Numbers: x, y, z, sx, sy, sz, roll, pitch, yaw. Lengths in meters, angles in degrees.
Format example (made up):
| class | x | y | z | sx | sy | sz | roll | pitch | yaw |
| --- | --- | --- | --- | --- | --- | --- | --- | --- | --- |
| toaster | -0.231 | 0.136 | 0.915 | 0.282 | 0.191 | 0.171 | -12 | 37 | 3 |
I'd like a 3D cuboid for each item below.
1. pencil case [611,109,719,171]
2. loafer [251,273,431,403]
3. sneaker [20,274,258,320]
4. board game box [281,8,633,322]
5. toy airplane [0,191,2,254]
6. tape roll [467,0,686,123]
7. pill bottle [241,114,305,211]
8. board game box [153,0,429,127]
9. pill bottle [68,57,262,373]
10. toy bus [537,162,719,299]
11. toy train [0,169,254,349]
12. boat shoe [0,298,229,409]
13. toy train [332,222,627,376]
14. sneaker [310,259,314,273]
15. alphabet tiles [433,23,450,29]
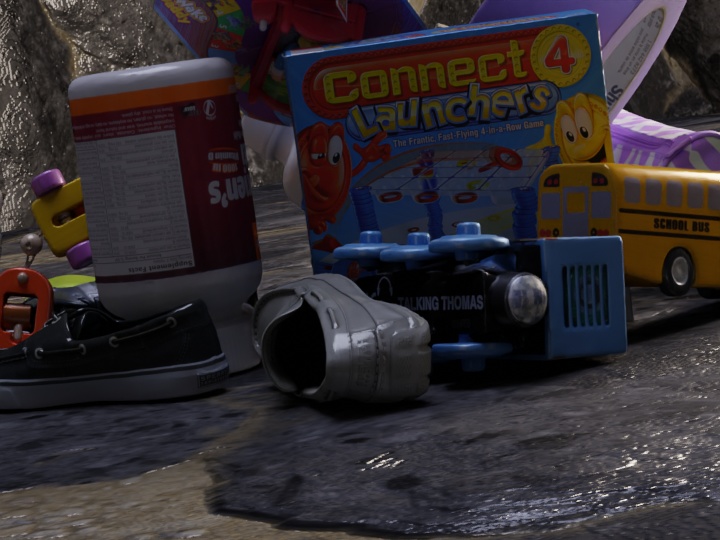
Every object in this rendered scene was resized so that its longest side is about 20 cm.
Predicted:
| class | x | y | z | sx | sy | sz | roll | pitch | yaw |
| --- | --- | --- | --- | --- | --- | --- | --- | --- | --- |
| pencil case | 0.203 | -0.080 | 1.755 | 0.084 | 0.086 | 0.200 | -38 | 26 | -15 |
| loafer | -0.026 | 0.038 | 1.362 | 0.070 | 0.070 | 0.200 | -1 | 3 | -23 |
| sneaker | -0.165 | 0.034 | 1.697 | 0.199 | 0.074 | 0.081 | -14 | 9 | 23 |
| board game box | 0.061 | -0.054 | 1.511 | 0.199 | 0.197 | 0.056 | -9 | 9 | -1 |
| toy airplane | -0.321 | 0.007 | 1.711 | 0.199 | 0.141 | 0.200 | -50 | 17 | 3 |
| tape roll | 0.135 | -0.147 | 1.638 | 0.085 | 0.200 | 0.200 | 37 | 18 | 12 |
| pill bottle | 0.014 | -0.072 | 1.731 | 0.200 | 0.112 | 0.112 | 34 | 14 | 8 |
| board game box | -0.040 | -0.142 | 1.564 | 0.158 | 0.039 | 0.200 | -14 | -41 | 25 |
| pill bottle | -0.122 | -0.032 | 1.553 | 0.109 | 0.201 | 0.110 | -8 | 5 | 1 |
| toy bus | 0.197 | -0.022 | 1.480 | 0.200 | 0.079 | 0.065 | 1 | -2 | -44 |
| toy train | -0.167 | 0.008 | 1.642 | 0.199 | 0.151 | 0.056 | -1 | -9 | 0 |
| boat shoe | -0.168 | 0.050 | 1.503 | 0.199 | 0.057 | 0.069 | -5 | 10 | 31 |
| toy train | 0.064 | 0.018 | 1.401 | 0.114 | 0.087 | 0.200 | -1 | -2 | -31 |
| sneaker | 0.000 | 0.000 | 1.638 | 0.082 | 0.074 | 0.200 | -49 | -5 | -18 |
| alphabet tiles | 0.078 | -0.101 | 1.829 | 0.199 | 0.167 | 0.006 | 15 | 31 | -26 |
